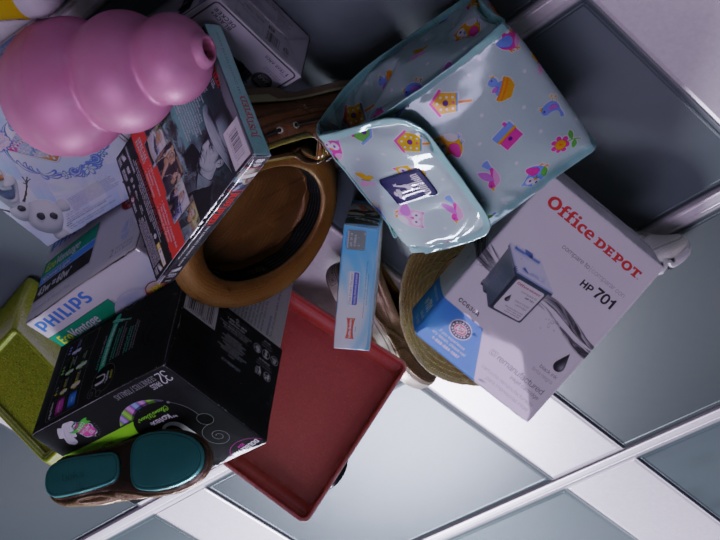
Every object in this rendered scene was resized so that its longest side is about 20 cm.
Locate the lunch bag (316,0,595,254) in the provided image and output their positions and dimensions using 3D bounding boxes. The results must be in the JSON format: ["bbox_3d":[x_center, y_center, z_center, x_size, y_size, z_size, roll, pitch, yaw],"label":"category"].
[{"bbox_3d":[0.080,-0.123,1.270,0.200,0.122,0.170,-37,123,8],"label":"lunch bag"}]

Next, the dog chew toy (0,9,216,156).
[{"bbox_3d":[-0.215,-0.170,1.225,0.200,0.125,0.125,-11,134,26],"label":"dog chew toy"}]

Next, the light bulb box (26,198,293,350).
[{"bbox_3d":[-0.212,0.025,1.516,0.200,0.125,0.198,37,131,-28],"label":"light bulb box"}]

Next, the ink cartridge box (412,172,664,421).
[{"bbox_3d":[0.167,0.018,1.352,0.146,0.086,0.200,38,103,-7],"label":"ink cartridge box"}]

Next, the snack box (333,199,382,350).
[{"bbox_3d":[0.000,0.000,1.376,0.037,0.200,0.117,5,99,1],"label":"snack box"}]

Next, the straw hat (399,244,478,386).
[{"bbox_3d":[0.105,0.022,1.480,0.201,0.201,0.085,39,171,-28],"label":"straw hat"}]

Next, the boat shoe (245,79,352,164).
[{"bbox_3d":[-0.043,-0.130,1.307,0.199,0.068,0.072,-9,162,-21],"label":"boat shoe"}]

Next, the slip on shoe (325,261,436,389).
[{"bbox_3d":[0.039,0.055,1.550,0.061,0.076,0.200,-29,122,15],"label":"slip on shoe"}]

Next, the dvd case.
[{"bbox_3d":[-0.155,-0.102,1.274,0.022,0.146,0.200,-2,148,-37],"label":"dvd case"}]

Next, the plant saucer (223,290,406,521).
[{"bbox_3d":[-0.071,0.141,1.533,0.200,0.200,0.037,31,175,30],"label":"plant saucer"}]

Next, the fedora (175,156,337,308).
[{"bbox_3d":[-0.117,-0.061,1.401,0.200,0.082,0.201,-23,131,-29],"label":"fedora"}]

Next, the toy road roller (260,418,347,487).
[{"bbox_3d":[-0.081,0.155,1.656,0.123,0.146,0.200,37,168,-36],"label":"toy road roller"}]

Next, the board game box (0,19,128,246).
[{"bbox_3d":[-0.321,-0.132,1.425,0.200,0.043,0.199,-25,128,32],"label":"board game box"}]

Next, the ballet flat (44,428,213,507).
[{"bbox_3d":[-0.215,0.201,1.392,0.200,0.068,0.072,-16,153,24],"label":"ballet flat"}]

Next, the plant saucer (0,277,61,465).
[{"bbox_3d":[-0.376,0.137,1.667,0.200,0.048,0.200,46,130,-4],"label":"plant saucer"}]

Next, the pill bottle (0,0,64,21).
[{"bbox_3d":[-0.319,-0.271,1.225,0.199,0.111,0.111,-3,136,12],"label":"pill bottle"}]

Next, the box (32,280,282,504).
[{"bbox_3d":[-0.205,0.125,1.440,0.200,0.125,0.148,-29,126,32],"label":"box"}]

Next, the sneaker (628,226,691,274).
[{"bbox_3d":[0.235,-0.028,1.422,0.199,0.075,0.081,-4,93,-5],"label":"sneaker"}]

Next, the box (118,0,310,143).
[{"bbox_3d":[-0.160,-0.190,1.322,0.200,0.060,0.117,-28,126,33],"label":"box"}]
